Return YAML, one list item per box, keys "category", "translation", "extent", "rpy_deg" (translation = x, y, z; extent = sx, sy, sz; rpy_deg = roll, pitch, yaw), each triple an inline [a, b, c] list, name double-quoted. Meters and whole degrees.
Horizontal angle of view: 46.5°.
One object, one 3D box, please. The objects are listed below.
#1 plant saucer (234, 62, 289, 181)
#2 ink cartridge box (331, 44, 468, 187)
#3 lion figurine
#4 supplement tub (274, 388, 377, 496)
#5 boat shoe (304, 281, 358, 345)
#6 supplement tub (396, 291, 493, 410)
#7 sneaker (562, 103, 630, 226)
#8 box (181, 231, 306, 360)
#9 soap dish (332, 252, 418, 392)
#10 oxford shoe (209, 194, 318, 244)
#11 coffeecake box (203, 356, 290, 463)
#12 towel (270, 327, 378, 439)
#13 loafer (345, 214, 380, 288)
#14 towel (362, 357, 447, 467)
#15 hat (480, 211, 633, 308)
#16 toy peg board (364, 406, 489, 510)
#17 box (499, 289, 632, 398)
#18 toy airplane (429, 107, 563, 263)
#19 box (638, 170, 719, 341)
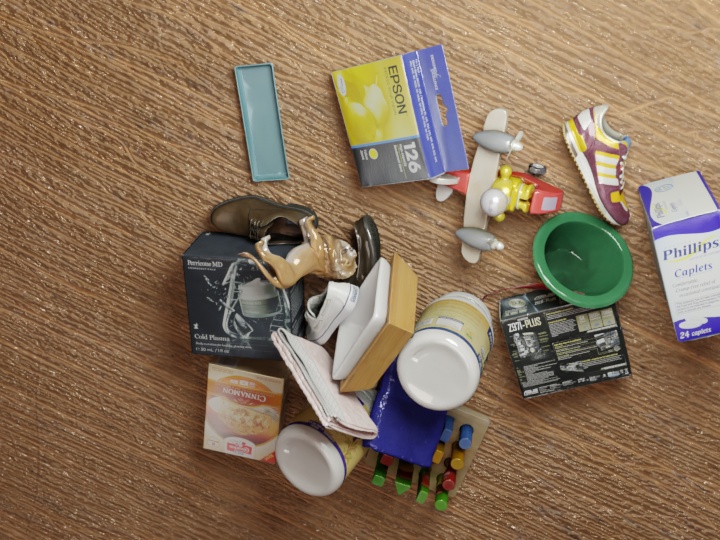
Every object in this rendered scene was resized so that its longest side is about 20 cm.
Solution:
- category: "plant saucer"
  translation: [-0.167, -0.254, 1.446]
  extent: [0.068, 0.019, 0.204]
  rpy_deg: [-2, 113, 11]
- category: "ink cartridge box"
  translation: [0.061, -0.241, 1.347]
  extent: [0.197, 0.047, 0.201]
  rpy_deg: [-3, 109, 41]
- category: "lion figurine"
  translation: [-0.101, -0.016, 1.410]
  extent: [0.198, 0.072, 0.125]
  rpy_deg: [-26, 99, -26]
- category: "supplement tub"
  translation: [-0.052, 0.301, 1.556]
  extent: [0.143, 0.200, 0.148]
  rpy_deg: [15, 124, 24]
- category: "boat shoe"
  translation: [-0.067, 0.071, 1.511]
  extent: [0.064, 0.075, 0.200]
  rpy_deg: [20, 143, -15]
- category: "supplement tub"
  translation: [0.153, 0.132, 1.451]
  extent: [0.141, 0.200, 0.147]
  rpy_deg: [8, 115, 17]
- category: "sneaker"
  translation: [0.404, -0.167, 1.351]
  extent: [0.089, 0.075, 0.202]
  rpy_deg: [-26, 108, 25]
- category: "box"
  translation: [-0.207, 0.045, 1.531]
  extent: [0.196, 0.124, 0.201]
  rpy_deg: [3, 113, 9]
- category: "soap dish"
  translation: [0.026, 0.094, 1.419]
  extent: [0.080, 0.159, 0.201]
  rpy_deg: [21, 133, -13]
- category: "oxford shoe"
  translation: [-0.179, -0.086, 1.488]
  extent: [0.196, 0.085, 0.074]
  rpy_deg: [3, 117, 10]
- category: "coffeecake box"
  translation: [-0.225, 0.266, 1.658]
  extent: [0.150, 0.073, 0.204]
  rpy_deg: [11, 116, 4]
- category: "towel"
  translation: [-0.059, 0.196, 1.448]
  extent: [0.032, 0.191, 0.201]
  rpy_deg: [-39, 62, 8]
- category: "loafer"
  translation: [0.000, 0.000, 1.497]
  extent: [0.070, 0.073, 0.204]
  rpy_deg: [0, 114, 8]
- category: "towel"
  translation: [0.092, 0.246, 1.543]
  extent: [0.145, 0.049, 0.204]
  rpy_deg: [21, 79, -16]
- category: "hat"
  translation: [0.348, 0.008, 1.458]
  extent: [0.198, 0.167, 0.177]
  rpy_deg: [30, 157, 7]
- category: "toy peg board"
  translation: [0.124, 0.352, 1.621]
  extent: [0.197, 0.098, 0.202]
  rpy_deg: [21, 116, 0]
- category: "box"
  translation: [0.359, 0.117, 1.479]
  extent: [0.196, 0.086, 0.166]
  rpy_deg: [-15, 111, 16]
- category: "toy airplane"
  translation: [0.206, -0.133, 1.364]
  extent: [0.197, 0.142, 0.201]
  rpy_deg: [-32, 106, 22]
- category: "box"
  translation: [0.522, -0.026, 1.331]
  extent: [0.103, 0.185, 0.203]
  rpy_deg: [-15, 111, 17]
